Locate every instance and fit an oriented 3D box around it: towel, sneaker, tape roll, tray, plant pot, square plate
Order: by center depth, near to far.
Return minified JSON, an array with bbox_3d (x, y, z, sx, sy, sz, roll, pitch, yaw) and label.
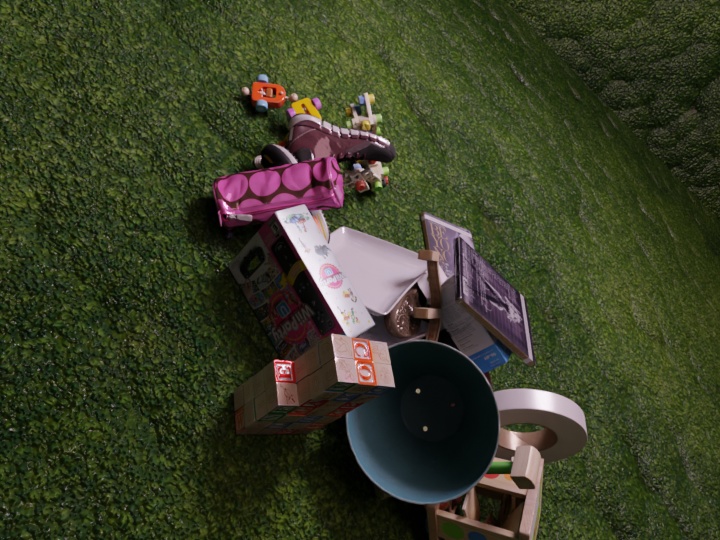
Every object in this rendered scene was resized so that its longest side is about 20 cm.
[{"bbox_3d":[0.092,0.198,0.767,0.202,0.198,0.135,62,10,13],"label":"plant pot"},{"bbox_3d":[0.076,0.253,0.864,0.198,0.036,0.151,-11,79,-44],"label":"towel"},{"bbox_3d":[-0.129,-0.116,0.922,0.089,0.070,0.202,-26,84,-30],"label":"sneaker"},{"bbox_3d":[0.032,0.105,0.923,0.107,0.023,0.198,25,24,38],"label":"tray"},{"bbox_3d":[0.270,0.263,0.924,0.201,0.202,0.037,31,45,-21],"label":"tape roll"},{"bbox_3d":[0.000,0.000,0.929,0.198,0.029,0.198,22,34,23],"label":"square plate"},{"bbox_3d":[0.064,0.064,0.952,0.200,0.074,0.072,-43,118,-63],"label":"sneaker"},{"bbox_3d":[-0.041,-0.191,0.980,0.197,0.076,0.117,14,76,-6],"label":"sneaker"}]

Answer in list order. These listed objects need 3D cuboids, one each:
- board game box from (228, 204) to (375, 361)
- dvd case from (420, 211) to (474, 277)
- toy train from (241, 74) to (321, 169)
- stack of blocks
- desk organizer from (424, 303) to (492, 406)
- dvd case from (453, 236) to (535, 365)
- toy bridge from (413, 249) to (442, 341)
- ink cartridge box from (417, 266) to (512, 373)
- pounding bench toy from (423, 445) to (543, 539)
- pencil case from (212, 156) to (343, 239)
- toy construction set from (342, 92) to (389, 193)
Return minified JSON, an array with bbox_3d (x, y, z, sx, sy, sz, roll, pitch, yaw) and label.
[{"bbox_3d":[-0.089,0.033,0.800,0.064,0.147,0.202,-23,78,-49],"label":"board game box"},{"bbox_3d":[0.201,-0.023,1.203,0.147,0.016,0.203,18,51,-32],"label":"dvd case"},{"bbox_3d":[-0.145,-0.263,1.038,0.148,0.056,0.203,-2,71,-12],"label":"toy train"},{"bbox_3d":[-0.065,0.149,0.700,0.114,0.199,0.059,13,54,-36],"label":"stack of blocks"},{"bbox_3d":[0.178,0.151,1.018,0.076,0.071,0.203,18,51,-35],"label":"desk organizer"},{"bbox_3d":[0.227,0.051,0.946,0.199,0.016,0.150,38,37,-25],"label":"dvd case"},{"bbox_3d":[0.112,0.070,0.905,0.067,0.027,0.204,6,87,-61],"label":"toy bridge"},{"bbox_3d":[0.190,0.065,0.978,0.201,0.068,0.116,56,33,0],"label":"ink cartridge box"},{"bbox_3d":[0.168,0.309,0.780,0.125,0.154,0.203,-52,142,-49],"label":"pounding bench toy"},{"bbox_3d":[-0.122,-0.115,0.851,0.094,0.197,0.092,-103,180,-66],"label":"pencil case"},{"bbox_3d":[0.012,-0.233,1.102,0.090,0.132,0.203,1,64,2],"label":"toy construction set"}]
